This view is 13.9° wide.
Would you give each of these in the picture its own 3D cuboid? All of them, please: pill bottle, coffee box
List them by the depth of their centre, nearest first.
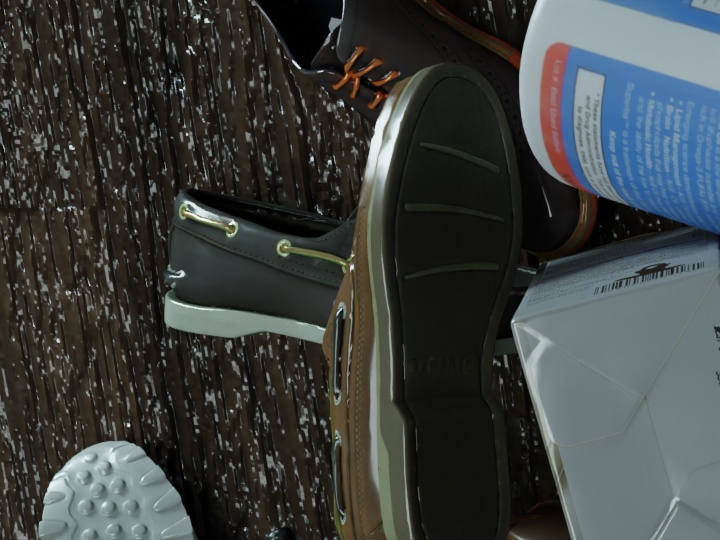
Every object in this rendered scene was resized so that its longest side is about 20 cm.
[{"bbox_3d":[0.167,-0.060,1.085,0.199,0.112,0.113,21,115,34],"label":"pill bottle"},{"bbox_3d":[0.113,0.051,1.101,0.079,0.200,0.115,-15,93,8],"label":"coffee box"}]

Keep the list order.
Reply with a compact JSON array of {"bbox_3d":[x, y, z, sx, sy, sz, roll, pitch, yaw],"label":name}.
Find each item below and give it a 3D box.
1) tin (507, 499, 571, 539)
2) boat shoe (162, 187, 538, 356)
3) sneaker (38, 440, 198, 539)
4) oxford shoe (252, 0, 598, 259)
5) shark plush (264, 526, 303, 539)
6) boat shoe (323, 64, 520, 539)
[{"bbox_3d":[0.109,0.193,1.234,0.201,0.042,0.112,62,146,6],"label":"tin"},{"bbox_3d":[0.000,0.000,1.261,0.200,0.072,0.061,5,100,32],"label":"boat shoe"},{"bbox_3d":[-0.089,0.173,1.384,0.076,0.081,0.201,-27,65,4],"label":"sneaker"},{"bbox_3d":[0.016,-0.076,1.225,0.200,0.072,0.071,47,126,17],"label":"oxford shoe"},{"bbox_3d":[0.007,0.160,1.299,0.091,0.083,0.200,30,143,16],"label":"shark plush"},{"bbox_3d":[0.015,0.021,1.164,0.068,0.072,0.201,-7,77,53],"label":"boat shoe"}]
